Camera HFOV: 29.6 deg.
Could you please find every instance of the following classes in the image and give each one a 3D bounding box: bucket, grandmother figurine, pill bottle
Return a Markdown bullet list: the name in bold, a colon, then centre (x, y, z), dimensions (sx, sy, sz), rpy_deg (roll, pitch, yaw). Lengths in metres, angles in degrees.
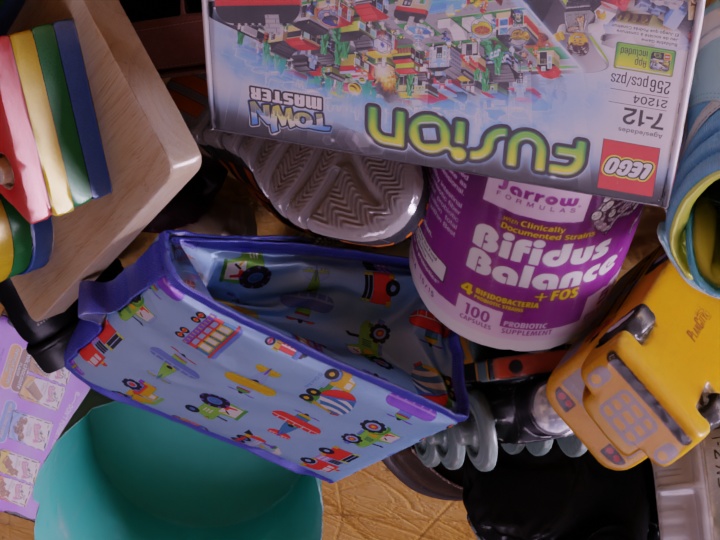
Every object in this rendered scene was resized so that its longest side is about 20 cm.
- **bucket**: centre (-0.119, 0.143, 0.965), dimensions (0.205, 0.135, 0.209), rpy_deg (1, 111, 1)
- **grandmother figurine**: centre (-0.130, -0.062, 0.828), dimensions (0.121, 0.061, 0.200), rpy_deg (-18, 139, 29)
- **pill bottle**: centre (0.088, -0.059, 0.657), dimensions (0.111, 0.113, 0.201), rpy_deg (14, 142, 5)

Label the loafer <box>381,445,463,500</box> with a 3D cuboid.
- **loafer**: centre (0.042, 0.109, 1.004), dimensions (0.200, 0.073, 0.071), rpy_deg (35, 145, -30)

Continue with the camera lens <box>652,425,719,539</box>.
- **camera lens**: centre (0.283, 0.148, 0.832), dimensions (0.198, 0.161, 0.160), rpy_deg (-6, 145, 12)

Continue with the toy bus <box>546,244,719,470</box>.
- **toy bus**: centre (0.154, 0.041, 0.713), dimensions (0.065, 0.200, 0.078), rpy_deg (49, 121, 1)

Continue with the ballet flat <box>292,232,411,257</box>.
- **ballet flat**: centre (0.000, 0.000, 0.851), dimensions (0.072, 0.072, 0.200), rpy_deg (33, 146, -27)

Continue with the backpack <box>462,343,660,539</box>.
- **backpack**: centre (0.148, 0.155, 0.971), dimensions (0.126, 0.168, 0.200), rpy_deg (18, 158, 32)

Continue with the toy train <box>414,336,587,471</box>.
- **toy train**: centre (0.075, 0.059, 0.824), dimensions (0.084, 0.115, 0.200), rpy_deg (-7, 175, -15)

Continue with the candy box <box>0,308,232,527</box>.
- **candy box**: centre (-0.202, 0.124, 1.073), dimensions (0.199, 0.072, 0.169), rpy_deg (21, 113, -7)

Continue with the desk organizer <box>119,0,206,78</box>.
- **desk organizer**: centre (-0.049, -0.147, 0.632), dimensions (0.199, 0.072, 0.077), rpy_deg (-2, 143, 29)

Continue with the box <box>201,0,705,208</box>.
- **box**: centre (0.034, -0.095, 0.547), dimensions (0.198, 0.035, 0.111), rpy_deg (10, 127, 14)

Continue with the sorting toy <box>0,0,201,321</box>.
- **sorting toy**: centre (-0.191, -0.087, 0.682), dimensions (0.200, 0.069, 0.200), rpy_deg (-36, 81, 51)

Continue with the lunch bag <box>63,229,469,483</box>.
- **lunch bag**: centre (-0.062, 0.043, 0.750), dimensions (0.199, 0.095, 0.150), rpy_deg (15, 152, -27)

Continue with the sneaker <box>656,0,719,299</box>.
- **sneaker**: centre (0.183, -0.022, 0.661), dimensions (0.079, 0.131, 0.200), rpy_deg (3, 148, 20)

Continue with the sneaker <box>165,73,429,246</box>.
- **sneaker**: centre (-0.015, -0.054, 0.732), dimensions (0.200, 0.078, 0.112), rpy_deg (37, 179, 43)

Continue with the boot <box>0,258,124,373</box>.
- **boot**: centre (-0.227, -0.035, 0.895), dimensions (0.169, 0.076, 0.200), rpy_deg (60, 179, -15)
